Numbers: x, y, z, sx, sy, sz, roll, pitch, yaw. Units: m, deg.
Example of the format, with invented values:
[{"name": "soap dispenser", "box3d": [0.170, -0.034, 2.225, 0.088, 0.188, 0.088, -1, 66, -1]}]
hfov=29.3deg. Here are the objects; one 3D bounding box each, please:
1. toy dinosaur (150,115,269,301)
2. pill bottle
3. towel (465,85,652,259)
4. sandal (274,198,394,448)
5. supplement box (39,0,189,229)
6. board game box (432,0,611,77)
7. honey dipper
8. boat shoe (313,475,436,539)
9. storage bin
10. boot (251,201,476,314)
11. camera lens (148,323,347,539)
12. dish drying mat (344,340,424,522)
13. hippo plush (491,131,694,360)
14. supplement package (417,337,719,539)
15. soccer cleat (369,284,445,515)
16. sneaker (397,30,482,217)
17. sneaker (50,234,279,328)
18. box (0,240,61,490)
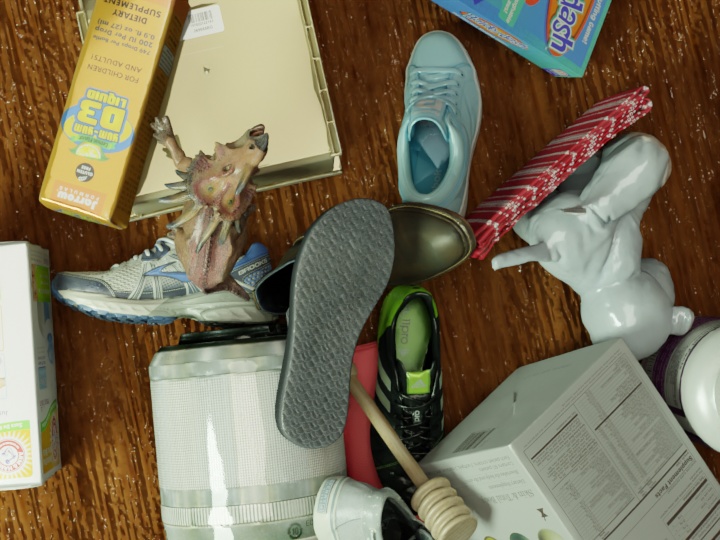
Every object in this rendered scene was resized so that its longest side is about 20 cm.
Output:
[{"name": "toy dinosaur", "box3d": [-0.118, -0.037, 1.098, 0.085, 0.136, 0.202, -5, 125, -9]}, {"name": "pill bottle", "box3d": [0.313, 0.097, 1.158, 0.111, 0.200, 0.114, 0, 91, -5]}, {"name": "towel", "box3d": [0.157, -0.082, 1.189, 0.200, 0.145, 0.023, -41, 96, -3]}, {"name": "sandal", "box3d": [-0.029, 0.038, 1.091, 0.075, 0.043, 0.202, 17, 88, -16]}, {"name": "supplement box", "box3d": [-0.199, -0.139, 1.122, 0.066, 0.069, 0.202, 15, 89, 1]}, {"name": "board game box", "box3d": [0.140, -0.279, 1.202, 0.199, 0.045, 0.153, 23, 86, -33]}, {"name": "honey dipper", "box3d": [0.028, 0.146, 1.142, 0.038, 0.038, 0.200, -36, 51, -4]}, {"name": "boat shoe", "box3d": [0.027, 0.232, 1.131, 0.071, 0.201, 0.071, 4, 59, 27]}, {"name": "storage bin", "box3d": [-0.132, -0.165, 1.205, 0.198, 0.094, 0.201, -13, 88, -3]}, {"name": "boot", "box3d": [0.000, 0.000, 1.149, 0.097, 0.199, 0.075, -41, 112, -42]}, {"name": "camera lens", "box3d": [-0.092, 0.149, 1.157, 0.158, 0.160, 0.202, -6, 87, -3]}, {"name": "dish drying mat", "box3d": [0.023, 0.164, 1.234, 0.076, 0.018, 0.202, -13, 89, -4]}, {"name": "hippo plush", "box3d": [0.226, -0.012, 1.176, 0.159, 0.200, 0.161, -34, 98, 17]}, {"name": "supplement package", "box3d": [0.182, 0.190, 1.141, 0.150, 0.151, 0.201, -38, 96, -30]}, {"name": "soccer cleat", "box3d": [0.043, 0.112, 1.187, 0.067, 0.081, 0.202, -2, 87, -7]}, {"name": "sneaker", "box3d": [0.069, -0.131, 1.196, 0.073, 0.082, 0.202, -3, 67, 7]}, {"name": "sneaker", "box3d": [-0.170, 0.004, 1.211, 0.198, 0.077, 0.086, 3, 83, -12]}, {"name": "box", "box3d": [-0.317, 0.082, 1.173, 0.100, 0.112, 0.202, -4, 88, -4]}]
